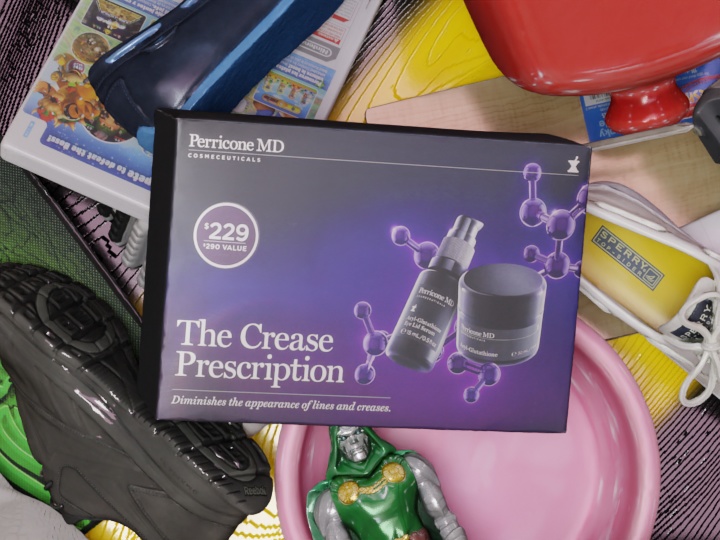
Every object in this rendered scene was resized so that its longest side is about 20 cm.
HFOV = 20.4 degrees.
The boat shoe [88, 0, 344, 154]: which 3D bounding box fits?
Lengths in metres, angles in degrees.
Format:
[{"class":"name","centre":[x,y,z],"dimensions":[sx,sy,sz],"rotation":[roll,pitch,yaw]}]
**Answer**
[{"class":"boat shoe","centre":[-0.056,-0.147,1.009],"dimensions":[0.069,0.084,0.200],"rotation":[38,61,12]}]

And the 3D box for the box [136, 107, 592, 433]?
[{"class":"box","centre":[0.000,0.000,0.953],"dimensions":[0.199,0.079,0.142],"rotation":[2,95,-14]}]

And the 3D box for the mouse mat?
[{"class":"mouse mat","centre":[-0.192,0.049,1.060],"dimensions":[0.161,0.008,0.200],"rotation":[-38,88,13]}]

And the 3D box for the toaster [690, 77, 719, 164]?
[{"class":"toaster","centre":[0.269,-0.053,0.990],"dimensions":[0.129,0.114,0.200],"rotation":[-43,109,-11]}]

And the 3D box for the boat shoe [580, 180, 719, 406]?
[{"class":"boat shoe","centre":[0.173,0.023,0.994],"dimensions":[0.202,0.086,0.075],"rotation":[38,109,14]}]

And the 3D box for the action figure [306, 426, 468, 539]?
[{"class":"action figure","centre":[0.029,0.162,0.991],"dimensions":[0.118,0.055,0.201],"rotation":[-24,83,-8]}]

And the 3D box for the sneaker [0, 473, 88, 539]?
[{"class":"sneaker","centre":[-0.200,0.157,1.037],"dimensions":[0.200,0.075,0.089],"rotation":[44,120,19]}]

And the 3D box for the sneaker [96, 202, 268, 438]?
[{"class":"sneaker","centre":[-0.081,-0.014,1.059],"dimensions":[0.081,0.075,0.201],"rotation":[-27,86,-20]}]

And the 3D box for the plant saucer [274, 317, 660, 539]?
[{"class":"plant saucer","centre":[0.054,0.105,1.046],"dimensions":[0.199,0.051,0.202],"rotation":[0,96,-3]}]

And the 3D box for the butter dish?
[{"class":"butter dish","centre":[0.131,-0.141,1.017],"dimensions":[0.198,0.200,0.149],"rotation":[-18,107,-1]}]

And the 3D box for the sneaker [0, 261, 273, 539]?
[{"class":"sneaker","centre":[-0.140,0.076,1.010],"dimensions":[0.200,0.076,0.091],"rotation":[43,113,14]}]

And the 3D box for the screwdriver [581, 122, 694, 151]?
[{"class":"screwdriver","centre":[0.076,-0.050,1.028],"dimensions":[0.199,0.028,0.029],"rotation":[-5,93,26]}]

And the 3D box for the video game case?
[{"class":"video game case","centre":[-0.080,-0.113,1.043],"dimensions":[0.143,0.018,0.201],"rotation":[24,62,1]}]

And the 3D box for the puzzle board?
[{"class":"puzzle board","centre":[0.115,-0.036,1.081],"dimensions":[0.199,0.017,0.152],"rotation":[-13,86,-1]}]

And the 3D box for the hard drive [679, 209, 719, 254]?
[{"class":"hard drive","centre":[0.275,0.003,1.064],"dimensions":[0.199,0.027,0.133],"rotation":[-23,88,-7]}]
